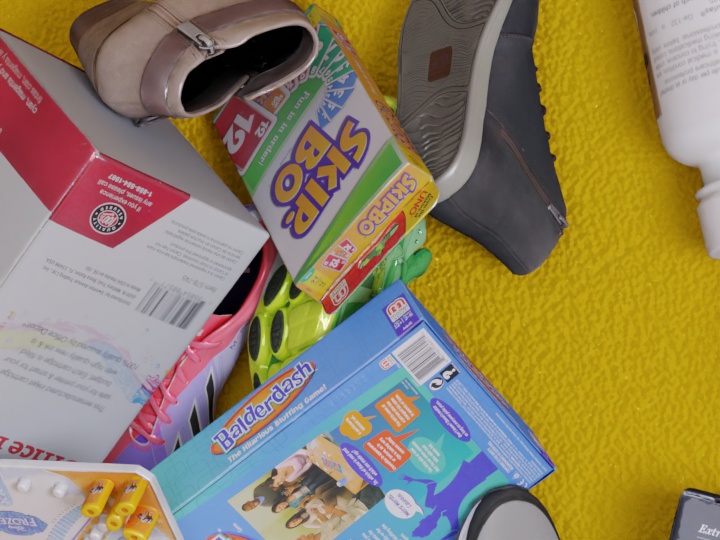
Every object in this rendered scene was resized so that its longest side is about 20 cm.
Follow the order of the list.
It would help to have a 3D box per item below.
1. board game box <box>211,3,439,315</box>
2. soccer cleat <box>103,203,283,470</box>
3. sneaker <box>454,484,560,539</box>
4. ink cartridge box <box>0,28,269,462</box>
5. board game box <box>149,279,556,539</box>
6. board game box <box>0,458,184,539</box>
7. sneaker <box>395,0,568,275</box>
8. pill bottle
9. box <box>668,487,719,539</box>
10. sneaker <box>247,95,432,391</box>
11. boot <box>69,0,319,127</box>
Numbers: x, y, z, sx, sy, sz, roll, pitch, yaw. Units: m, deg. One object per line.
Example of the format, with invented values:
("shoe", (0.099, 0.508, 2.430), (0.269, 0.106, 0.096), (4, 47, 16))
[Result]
("board game box", (-0.022, -0.064, 1.635), (0.096, 0.030, 0.200), (-48, 39, 14))
("soccer cleat", (-0.101, 0.051, 1.681), (0.067, 0.076, 0.200), (29, 90, 13))
("sneaker", (0.100, 0.213, 1.594), (0.074, 0.079, 0.201), (4, 67, -25))
("ink cartridge box", (-0.185, -0.001, 1.632), (0.200, 0.145, 0.145), (-53, 47, 11))
("board game box", (-0.011, 0.119, 1.623), (0.200, 0.152, 0.045), (-37, 38, 4))
("board game box", (-0.177, 0.185, 1.616), (0.199, 0.200, 0.026), (0, 41, 25))
("sneaker", (0.077, -0.099, 1.673), (0.075, 0.106, 0.200), (-11, 52, 37))
("pill bottle", (0.218, -0.113, 1.616), (0.114, 0.114, 0.201), (-12, 81, 10))
("box", (0.226, 0.233, 1.581), (0.148, 0.104, 0.201), (15, 86, 13))
("sneaker", (0.000, 0.000, 1.655), (0.074, 0.083, 0.200), (5, 69, 56))
("boot", (-0.069, -0.148, 1.642), (0.200, 0.070, 0.146), (-37, 34, -19))
